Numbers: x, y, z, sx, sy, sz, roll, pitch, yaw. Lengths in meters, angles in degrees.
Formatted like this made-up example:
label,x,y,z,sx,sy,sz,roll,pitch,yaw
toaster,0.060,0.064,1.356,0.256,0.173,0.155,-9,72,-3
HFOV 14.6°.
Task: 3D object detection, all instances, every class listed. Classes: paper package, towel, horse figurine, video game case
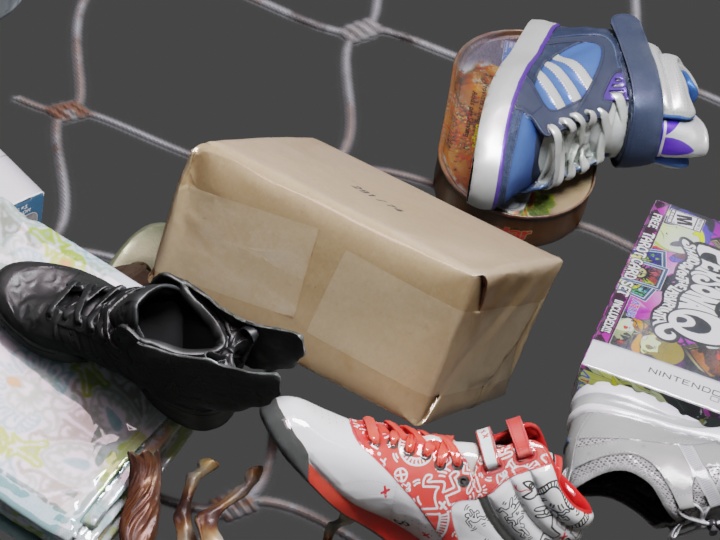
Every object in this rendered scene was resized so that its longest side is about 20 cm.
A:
label,x,y,z,sx,sy,sz,roll,pitch,yaw
paper package,0.000,0.000,1.749,0.200,0.104,0.191,26,13,17
towel,-0.197,0.067,1.688,0.200,0.048,0.171,32,62,12
horse figurine,-0.062,0.182,1.628,0.200,0.050,0.133,26,60,1
video game case,0.251,0.046,1.847,0.181,0.036,0.200,20,39,9

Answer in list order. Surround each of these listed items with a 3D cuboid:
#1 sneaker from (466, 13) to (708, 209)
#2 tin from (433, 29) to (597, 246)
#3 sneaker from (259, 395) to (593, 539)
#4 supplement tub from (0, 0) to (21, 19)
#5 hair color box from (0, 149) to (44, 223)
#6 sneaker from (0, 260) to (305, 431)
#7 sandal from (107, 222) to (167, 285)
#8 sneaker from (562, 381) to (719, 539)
label,x,y,z,sx,sy,sz,roll,pitch,yaw
sneaker,0.162,-0.096,1.902,0.146,0.081,0.200,16,38,9
tin,0.113,-0.094,1.973,0.112,0.042,0.200,10,44,3
sneaker,0.044,0.111,1.635,0.201,0.108,0.067,41,11,-16
supplement tub,-0.285,-0.277,1.954,0.122,0.200,0.123,7,44,-7
hair color box,-0.306,-0.072,1.837,0.100,0.061,0.200,-26,55,-33
sneaker,-0.127,0.030,1.628,0.199,0.104,0.060,28,62,11
sandal,-0.150,0.038,1.759,0.080,0.057,0.201,19,46,13
sneaker,0.217,0.141,1.742,0.200,0.075,0.082,16,58,13
